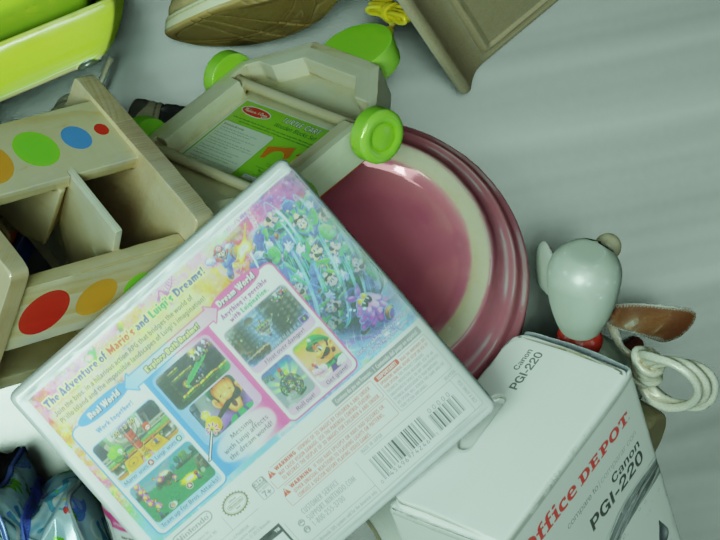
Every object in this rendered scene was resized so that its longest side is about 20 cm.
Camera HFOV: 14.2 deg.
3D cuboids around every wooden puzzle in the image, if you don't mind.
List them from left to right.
[{"bbox_3d":[0.103,-0.210,1.704,0.200,0.185,0.037,-44,67,-1],"label":"wooden puzzle"}]

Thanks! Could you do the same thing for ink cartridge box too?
[{"bbox_3d":[0.108,0.157,1.678,0.085,0.200,0.146,18,56,35],"label":"ink cartridge box"}]

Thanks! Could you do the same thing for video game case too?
[{"bbox_3d":[-0.058,0.071,1.583,0.200,0.024,0.182,-41,97,0],"label":"video game case"}]

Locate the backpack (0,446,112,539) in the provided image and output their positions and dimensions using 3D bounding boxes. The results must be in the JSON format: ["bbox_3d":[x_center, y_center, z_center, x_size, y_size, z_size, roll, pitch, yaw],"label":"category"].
[{"bbox_3d":[-0.202,0.215,1.708,0.147,0.183,0.200,-12,97,1],"label":"backpack"}]

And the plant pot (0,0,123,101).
[{"bbox_3d":[-0.242,-0.185,1.691,0.199,0.200,0.182,-23,98,0],"label":"plant pot"}]

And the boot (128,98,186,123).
[{"bbox_3d":[-0.074,-0.003,1.758,0.150,0.073,0.200,2,84,0],"label":"boot"}]

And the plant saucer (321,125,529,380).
[{"bbox_3d":[0.000,0.000,1.684,0.200,0.051,0.201,1,70,-2],"label":"plant saucer"}]

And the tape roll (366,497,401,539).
[{"bbox_3d":[-0.029,0.167,1.738,0.202,0.037,0.203,6,113,15],"label":"tape roll"}]

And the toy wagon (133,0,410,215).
[{"bbox_3d":[-0.041,-0.087,1.674,0.200,0.155,0.040,-40,128,-23],"label":"toy wagon"}]

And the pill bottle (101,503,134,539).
[{"bbox_3d":[-0.073,0.196,1.680,0.113,0.113,0.200,-15,109,0],"label":"pill bottle"}]

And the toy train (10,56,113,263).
[{"bbox_3d":[-0.227,-0.055,1.720,0.085,0.116,0.200,28,92,29],"label":"toy train"}]

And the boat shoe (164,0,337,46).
[{"bbox_3d":[-0.046,-0.189,1.714,0.074,0.200,0.069,9,69,-40],"label":"boat shoe"}]

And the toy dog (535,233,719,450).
[{"bbox_3d":[0.148,0.040,1.717,0.132,0.200,0.096,35,60,2],"label":"toy dog"}]

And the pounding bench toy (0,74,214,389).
[{"bbox_3d":[-0.203,0.017,1.628,0.156,0.200,0.124,-18,56,-38],"label":"pounding bench toy"}]
